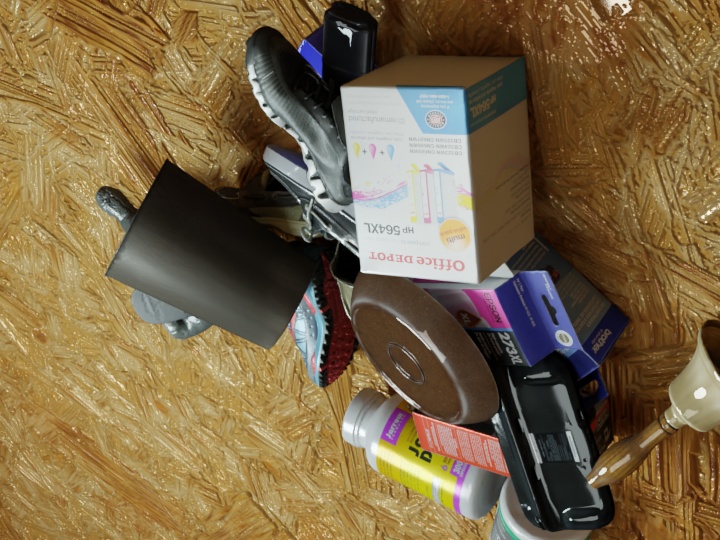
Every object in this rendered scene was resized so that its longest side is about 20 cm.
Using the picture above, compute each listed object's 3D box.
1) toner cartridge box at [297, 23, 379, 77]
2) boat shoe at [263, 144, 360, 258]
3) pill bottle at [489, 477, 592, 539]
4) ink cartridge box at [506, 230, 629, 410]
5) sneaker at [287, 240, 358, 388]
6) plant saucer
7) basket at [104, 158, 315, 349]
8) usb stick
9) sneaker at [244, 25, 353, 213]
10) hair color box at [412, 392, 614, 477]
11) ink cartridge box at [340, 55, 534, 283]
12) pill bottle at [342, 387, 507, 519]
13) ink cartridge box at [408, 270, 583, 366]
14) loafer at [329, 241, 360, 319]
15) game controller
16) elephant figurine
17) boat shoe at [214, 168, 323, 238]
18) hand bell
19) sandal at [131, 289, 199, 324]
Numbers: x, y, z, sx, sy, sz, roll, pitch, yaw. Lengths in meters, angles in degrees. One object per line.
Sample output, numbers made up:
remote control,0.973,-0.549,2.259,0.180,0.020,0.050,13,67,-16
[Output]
toner cartridge box,0.011,-0.148,1.271,0.200,0.043,0.095,44,145,1
boat shoe,-0.031,-0.061,1.312,0.198,0.073,0.069,33,107,19
pill bottle,0.208,0.327,1.495,0.112,0.113,0.201,29,143,21
ink cartridge box,0.177,0.053,1.283,0.200,0.076,0.137,42,145,1
sneaker,-0.057,0.047,1.524,0.095,0.079,0.202,24,131,35
plant saucer,0.056,0.085,1.278,0.200,0.034,0.201,40,157,20
basket,-0.160,-0.010,1.383,0.198,0.137,0.180,29,154,-9
usb stick,-0.013,-0.166,1.215,0.055,0.033,0.202,22,138,17
sneaker,-0.032,-0.144,1.175,0.090,0.067,0.201,-4,127,41
hair color box,0.167,0.170,1.388,0.198,0.102,0.062,13,133,36
ink cartridge box,0.075,-0.083,1.146,0.127,0.125,0.203,6,113,31
pill bottle,0.077,0.213,1.518,0.198,0.104,0.105,22,140,28
ink cartridge box,0.117,0.046,1.241,0.198,0.037,0.095,-2,125,45
loafer,0.000,0.000,1.411,0.075,0.068,0.202,26,141,24
game controller,0.188,0.174,1.272,0.103,0.042,0.202,-11,107,30
elephant figurine,-0.226,-0.027,1.561,0.142,0.154,0.202,-104,-10,-72
boat shoe,-0.097,-0.084,1.433,0.200,0.071,0.067,15,111,45
hand bell,0.284,0.145,1.183,0.104,0.104,0.200,44,124,-1
sandal,-0.182,0.029,1.487,0.198,0.045,0.076,-16,114,16
